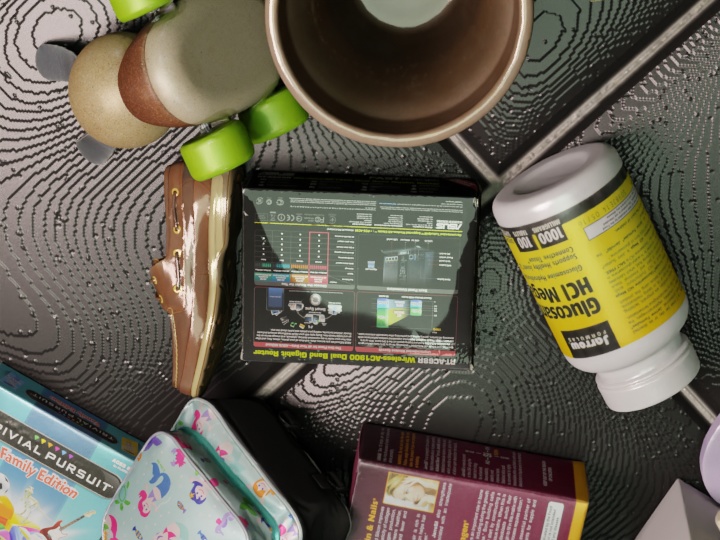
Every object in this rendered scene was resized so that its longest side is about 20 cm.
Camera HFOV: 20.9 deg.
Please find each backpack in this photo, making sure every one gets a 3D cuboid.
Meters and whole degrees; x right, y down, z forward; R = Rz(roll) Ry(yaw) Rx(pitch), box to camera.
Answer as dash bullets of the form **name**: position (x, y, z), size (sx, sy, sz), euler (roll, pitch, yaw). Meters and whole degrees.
- **backpack**: position (-0.127, 0.227, 1.636), size (0.178, 0.150, 0.201), euler (49, 121, 26)

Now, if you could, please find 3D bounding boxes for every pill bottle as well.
- **pill bottle**: position (0.196, 0.008, 1.576), size (0.112, 0.113, 0.201), euler (-25, 104, 11)

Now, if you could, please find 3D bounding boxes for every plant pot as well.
- **plant pot**: position (0.033, -0.210, 1.485), size (0.198, 0.175, 0.202), euler (1, 107, 3)

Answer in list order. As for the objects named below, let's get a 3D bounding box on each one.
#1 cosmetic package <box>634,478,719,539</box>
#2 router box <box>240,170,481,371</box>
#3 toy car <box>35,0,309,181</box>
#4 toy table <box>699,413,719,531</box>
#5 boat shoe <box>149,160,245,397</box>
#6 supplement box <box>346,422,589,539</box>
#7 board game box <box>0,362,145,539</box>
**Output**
- **cosmetic package**: position (0.290, 0.265, 1.606), size (0.107, 0.200, 0.085), euler (32, 106, -4)
- **router box**: position (0.000, 0.000, 1.613), size (0.198, 0.062, 0.151), euler (3, 107, 3)
- **toy car**: position (-0.172, -0.153, 1.562), size (0.199, 0.158, 0.165), euler (-16, 104, 38)
- **toy table**: position (0.379, 0.153, 1.609), size (0.200, 0.117, 0.184), euler (-38, 101, 15)
- **boat shoe**: position (-0.141, 0.005, 1.624), size (0.067, 0.072, 0.202), euler (9, 103, 7)
- **supplement box**: position (0.087, 0.211, 1.662), size (0.198, 0.086, 0.111), euler (11, 108, 0)
- **board game box**: position (-0.298, 0.205, 1.707), size (0.150, 0.047, 0.201), euler (29, 107, -6)
